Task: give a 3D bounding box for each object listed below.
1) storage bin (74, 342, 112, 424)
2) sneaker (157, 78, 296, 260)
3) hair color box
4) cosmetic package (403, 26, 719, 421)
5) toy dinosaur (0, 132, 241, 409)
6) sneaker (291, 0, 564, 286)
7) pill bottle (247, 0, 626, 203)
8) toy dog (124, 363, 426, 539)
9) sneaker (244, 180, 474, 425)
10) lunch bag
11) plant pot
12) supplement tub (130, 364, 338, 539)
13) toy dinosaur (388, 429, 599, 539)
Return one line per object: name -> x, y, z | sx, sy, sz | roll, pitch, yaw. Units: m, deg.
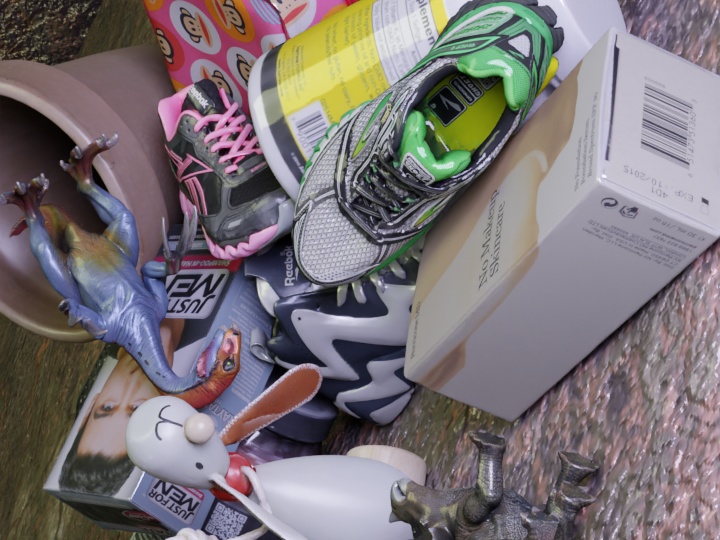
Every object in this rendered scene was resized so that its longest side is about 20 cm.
storage bin -> -0.123, 0.086, 1.460 | 0.201, 0.134, 0.094 | -61, 18, 24
sneaker -> -0.083, -0.070, 1.223 | 0.079, 0.096, 0.200 | -26, 21, -15
hair color box -> -0.115, 0.068, 1.257 | 0.099, 0.061, 0.201 | -2, 58, 48
cosmetic package -> 0.101, -0.018, 0.993 | 0.200, 0.071, 0.106 | -50, 24, 48
toy dinosaur -> -0.141, 0.008, 1.223 | 0.105, 0.182, 0.200 | -29, -5, -10
sneaker -> 0.023, -0.063, 1.030 | 0.200, 0.078, 0.085 | -50, 4, 31
pill bottle -> 0.045, -0.114, 1.113 | 0.199, 0.114, 0.115 | -25, 38, 26
toy dog -> -0.024, 0.121, 1.067 | 0.096, 0.199, 0.133 | -24, 69, 44
sneaker -> 0.000, 0.000, 1.190 | 0.199, 0.129, 0.080 | -54, 23, 40
lunch bag -> -0.051, -0.132, 1.282 | 0.176, 0.201, 0.082 | 28, 59, 38
plant pot -> -0.184, -0.076, 1.391 | 0.174, 0.200, 0.200 | -40, -8, -45
supplement tub -> -0.087, 0.162, 1.309 | 0.201, 0.106, 0.107 | -62, 17, 16
toy dinosaur -> 0.071, 0.142, 0.921 | 0.200, 0.076, 0.103 | -119, 41, -63
